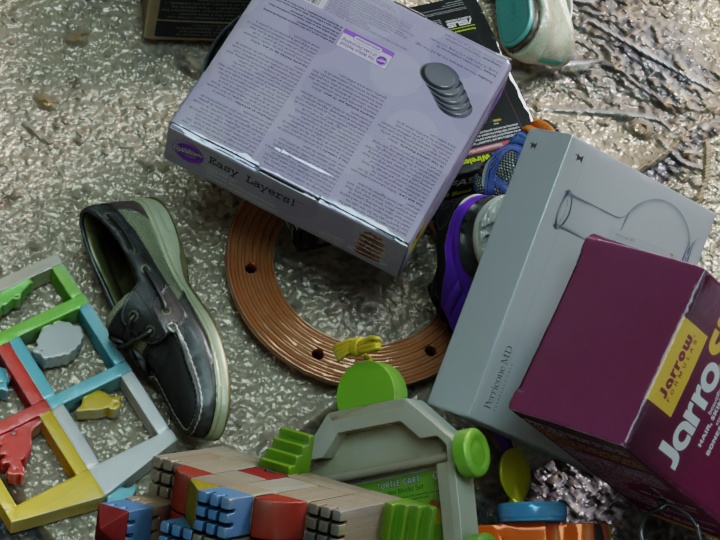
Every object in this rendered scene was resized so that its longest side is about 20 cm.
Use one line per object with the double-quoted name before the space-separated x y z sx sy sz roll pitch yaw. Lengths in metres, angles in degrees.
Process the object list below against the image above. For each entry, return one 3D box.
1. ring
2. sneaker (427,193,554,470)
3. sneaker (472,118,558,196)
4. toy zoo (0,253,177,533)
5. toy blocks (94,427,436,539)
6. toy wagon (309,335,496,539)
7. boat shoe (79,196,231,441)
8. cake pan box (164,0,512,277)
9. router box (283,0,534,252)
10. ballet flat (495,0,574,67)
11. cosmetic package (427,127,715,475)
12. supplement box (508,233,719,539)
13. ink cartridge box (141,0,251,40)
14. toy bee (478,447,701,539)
"ring" 0.000 0.000 1.762 0.199 0.019 0.201 5 59 -9
"sneaker" 0.095 0.039 1.706 0.069 0.099 0.201 -19 106 -33
"sneaker" 0.142 -0.006 1.740 0.078 0.075 0.201 -26 93 -2
"toy zoo" -0.216 0.094 1.664 0.131 0.020 0.200 -25 67 -23
"toy blocks" -0.073 0.159 1.541 0.199 0.100 0.136 13 8 31
"toy wagon" 0.017 0.143 1.599 0.040 0.155 0.201 13 68 -55
"boat shoe" -0.146 0.034 1.678 0.066 0.072 0.201 -2 53 -30
"cake pan box" -0.018 -0.115 1.713 0.199 0.052 0.185 26 57 4
"router box" 0.020 -0.110 1.784 0.199 0.062 0.150 -14 63 -19
"ballet flat" 0.133 -0.245 1.918 0.062 0.067 0.201 16 57 -34
"cosmetic package" 0.145 0.024 1.644 0.150 0.052 0.201 24 84 -35
"supplement box" 0.208 0.083 1.597 0.103 0.200 0.131 17 77 43
"ink cartridge box" -0.091 -0.276 1.876 0.164 0.075 0.201 1 59 -11
"toy bee" 0.127 0.197 1.634 0.199 0.109 0.132 18 86 17
